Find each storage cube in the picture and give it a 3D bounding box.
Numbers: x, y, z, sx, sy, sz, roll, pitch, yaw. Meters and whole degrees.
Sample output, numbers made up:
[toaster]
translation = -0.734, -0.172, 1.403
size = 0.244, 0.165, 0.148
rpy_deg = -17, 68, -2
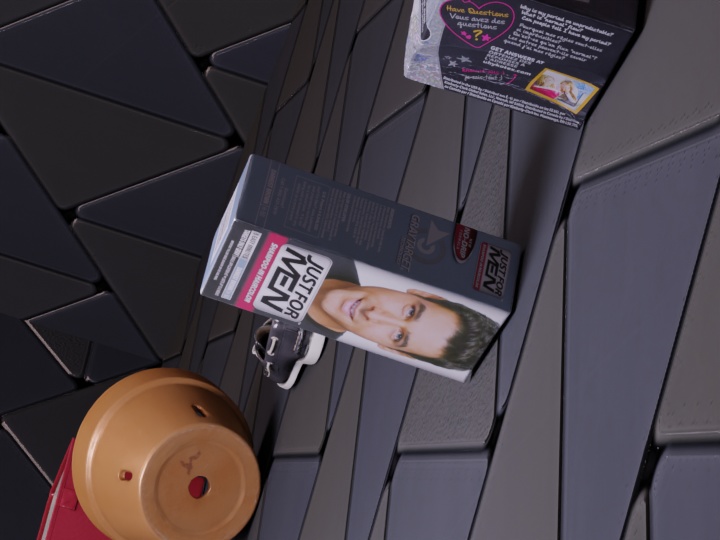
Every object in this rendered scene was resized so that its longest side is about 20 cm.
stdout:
[storage cube]
translation = -0.313, 0.342, 3.215
size = 0.171, 0.179, 0.201
rpy_deg = 119, 166, -55

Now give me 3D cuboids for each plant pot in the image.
[plant pot]
translation = -0.192, 0.215, 2.702
size = 0.140, 0.199, 0.201
rpy_deg = 24, 97, 65

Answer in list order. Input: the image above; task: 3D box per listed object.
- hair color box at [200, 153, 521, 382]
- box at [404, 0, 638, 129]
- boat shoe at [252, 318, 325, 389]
[hair color box]
translation = 0.000, 0.000, 1.756
size = 0.099, 0.199, 0.061
rpy_deg = 119, 166, -54
[box]
translation = 0.114, -0.218, 1.686
size = 0.115, 0.131, 0.201
rpy_deg = 116, 168, -53
[boat shoe]
translation = -0.080, 0.075, 2.626
size = 0.200, 0.060, 0.074
rpy_deg = 142, 144, -76
